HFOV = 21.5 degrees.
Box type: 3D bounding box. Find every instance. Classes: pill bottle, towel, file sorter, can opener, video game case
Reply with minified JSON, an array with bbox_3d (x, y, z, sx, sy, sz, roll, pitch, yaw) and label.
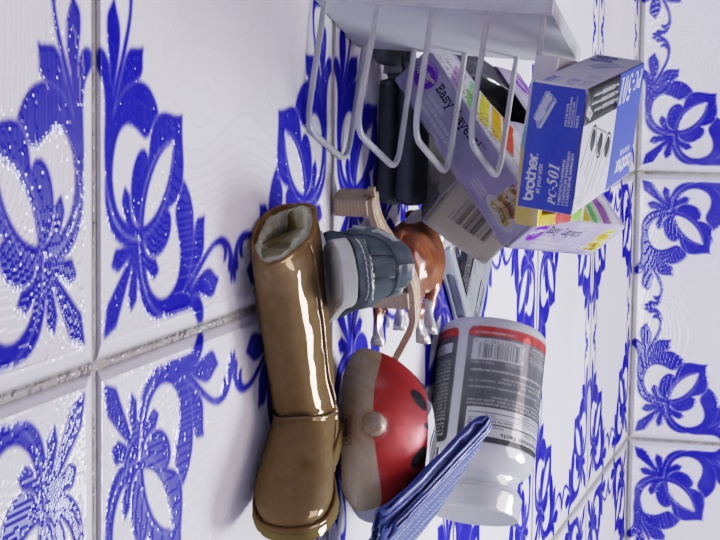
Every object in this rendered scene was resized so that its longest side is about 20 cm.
[{"bbox_3d":[0.129,0.159,1.986,0.116,0.115,0.201,54,42,-66],"label":"pill bottle"},{"bbox_3d":[0.040,0.208,1.605,0.145,0.024,0.200,-42,167,-32],"label":"towel"},{"bbox_3d":[0.066,-0.151,1.566,0.139,0.199,0.125,35,63,-71],"label":"file sorter"},{"bbox_3d":[0.031,-0.159,1.732,0.066,0.052,0.201,-7,99,-39],"label":"can opener"},{"bbox_3d":[0.121,-0.052,2.100,0.182,0.023,0.201,72,26,-52],"label":"video game case"}]

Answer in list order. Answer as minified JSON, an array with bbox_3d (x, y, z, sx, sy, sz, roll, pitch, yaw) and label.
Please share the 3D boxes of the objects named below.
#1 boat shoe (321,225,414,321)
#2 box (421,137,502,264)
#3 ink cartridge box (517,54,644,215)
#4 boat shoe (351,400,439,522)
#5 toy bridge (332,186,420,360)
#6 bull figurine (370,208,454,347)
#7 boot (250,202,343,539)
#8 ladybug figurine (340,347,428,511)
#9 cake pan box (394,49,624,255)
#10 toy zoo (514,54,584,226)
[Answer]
[{"bbox_3d":[0.000,0.000,1.488,0.200,0.061,0.073,176,-95,-82],"label":"boat shoe"},{"bbox_3d":[0.104,-0.093,1.804,0.068,0.082,0.200,-49,-163,22],"label":"box"},{"bbox_3d":[0.170,-0.107,1.444,0.200,0.044,0.095,-30,128,-67],"label":"ink cartridge box"},{"bbox_3d":[0.036,0.189,1.734,0.199,0.073,0.068,-72,146,-69],"label":"boat shoe"},{"bbox_3d":[0.017,0.019,1.651,0.027,0.067,0.201,-60,149,-59],"label":"toy bridge"},{"bbox_3d":[0.049,0.001,1.766,0.200,0.065,0.122,-20,111,-73],"label":"bull figurine"},{"bbox_3d":[-0.055,0.076,1.416,0.175,0.066,0.201,-85,171,-62],"label":"boot"},{"bbox_3d":[0.019,0.134,1.592,0.200,0.071,0.137,97,-6,-87],"label":"ladybug figurine"},{"bbox_3d":[0.134,-0.106,1.706,0.184,0.052,0.201,8,46,-59],"label":"cake pan box"},{"bbox_3d":[0.156,-0.102,1.507,0.200,0.020,0.132,-11,109,-71],"label":"toy zoo"}]
